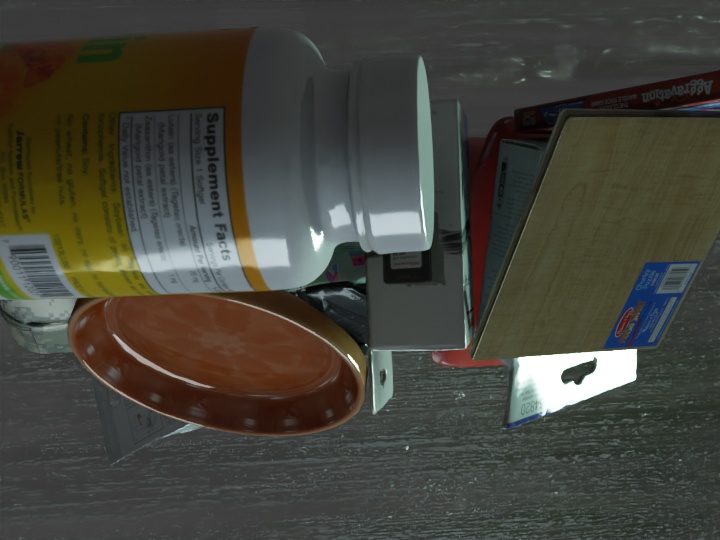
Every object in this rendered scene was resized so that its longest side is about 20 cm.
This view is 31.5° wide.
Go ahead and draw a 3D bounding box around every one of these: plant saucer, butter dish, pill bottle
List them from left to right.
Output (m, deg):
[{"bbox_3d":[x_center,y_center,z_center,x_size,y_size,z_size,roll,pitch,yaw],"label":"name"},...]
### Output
[{"bbox_3d":[-0.070,-0.046,0.550,0.198,0.112,0.111,-2,-179,7],"label":"pill bottle"},{"bbox_3d":[-0.092,0.052,0.840,0.198,0.033,0.201,8,149,5],"label":"plant saucer"},{"bbox_3d":[0.107,-0.035,1.043,0.199,0.201,0.147,0,-161,-44],"label":"butter dish"}]

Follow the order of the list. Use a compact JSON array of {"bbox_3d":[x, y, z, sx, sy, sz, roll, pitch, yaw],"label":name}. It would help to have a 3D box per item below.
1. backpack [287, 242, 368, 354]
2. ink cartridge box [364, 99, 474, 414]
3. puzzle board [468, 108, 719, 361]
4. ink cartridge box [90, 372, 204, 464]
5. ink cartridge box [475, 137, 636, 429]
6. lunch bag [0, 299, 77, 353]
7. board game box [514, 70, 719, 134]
[{"bbox_3d":[0.000,0.000,1.125,0.166,0.128,0.199,-21,156,31],"label":"backpack"},{"bbox_3d":[0.042,-0.009,0.869,0.066,0.202,0.116,-2,-179,8],"label":"ink cartridge box"},{"bbox_3d":[0.162,-0.021,0.821,0.149,0.201,0.017,-3,-137,-22],"label":"puzzle board"},{"bbox_3d":[-0.158,0.067,1.147,0.199,0.164,0.050,-30,155,29],"label":"ink cartridge box"},{"bbox_3d":[0.157,0.000,0.948,0.040,0.202,0.199,15,-165,37],"label":"ink cartridge box"},{"bbox_3d":[-0.157,-0.034,0.877,0.198,0.141,0.168,-2,159,-7],"label":"lunch bag"},{"bbox_3d":[0.201,-0.106,0.829,0.102,0.020,0.199,-4,-179,-31],"label":"board game box"}]
